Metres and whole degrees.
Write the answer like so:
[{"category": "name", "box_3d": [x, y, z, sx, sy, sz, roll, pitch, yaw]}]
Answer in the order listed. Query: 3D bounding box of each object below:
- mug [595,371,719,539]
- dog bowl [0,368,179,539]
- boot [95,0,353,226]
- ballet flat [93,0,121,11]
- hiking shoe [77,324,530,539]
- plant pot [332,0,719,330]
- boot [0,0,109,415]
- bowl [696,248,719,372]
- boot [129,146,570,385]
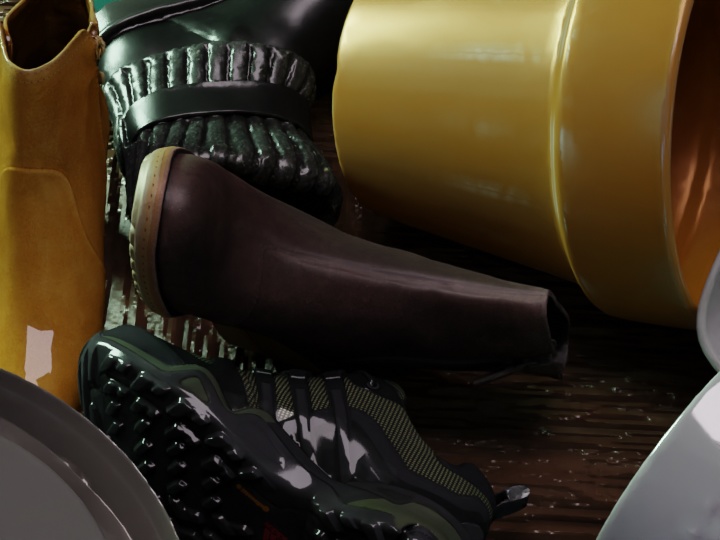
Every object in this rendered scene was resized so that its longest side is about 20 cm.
[{"category": "mug", "box_3d": [0.216, 0.108, 1.026, 0.175, 0.148, 0.200, 39, 87, 20]}, {"category": "dog bowl", "box_3d": [-0.166, 0.124, 1.017, 0.200, 0.059, 0.200, 22, 39, -19]}, {"category": "boot", "box_3d": [-0.029, -0.086, 1.288, 0.211, 0.080, 0.158, -20, 40, -9]}, {"category": "ballet flat", "box_3d": [-0.165, -0.184, 1.400, 0.200, 0.068, 0.068, 27, 39, 23]}, {"category": "hiking shoe", "box_3d": [-0.029, 0.078, 1.129, 0.200, 0.076, 0.101, 31, 37, 17]}, {"category": "plant pot", "box_3d": [0.094, -0.081, 1.227, 0.183, 0.200, 0.200, 7, 40, 26]}, {"category": "boot", "box_3d": [-0.150, -0.030, 1.172, 0.071, 0.144, 0.201, 3, 43, 0]}, {"category": "bowl", "box_3d": [0.269, 0.002, 1.147, 0.200, 0.200, 0.075, 34, 11, 10]}, {"category": "boot", "box_3d": [0.000, 0.000, 1.117, 0.166, 0.200, 0.073, 4, 74, 16]}]
